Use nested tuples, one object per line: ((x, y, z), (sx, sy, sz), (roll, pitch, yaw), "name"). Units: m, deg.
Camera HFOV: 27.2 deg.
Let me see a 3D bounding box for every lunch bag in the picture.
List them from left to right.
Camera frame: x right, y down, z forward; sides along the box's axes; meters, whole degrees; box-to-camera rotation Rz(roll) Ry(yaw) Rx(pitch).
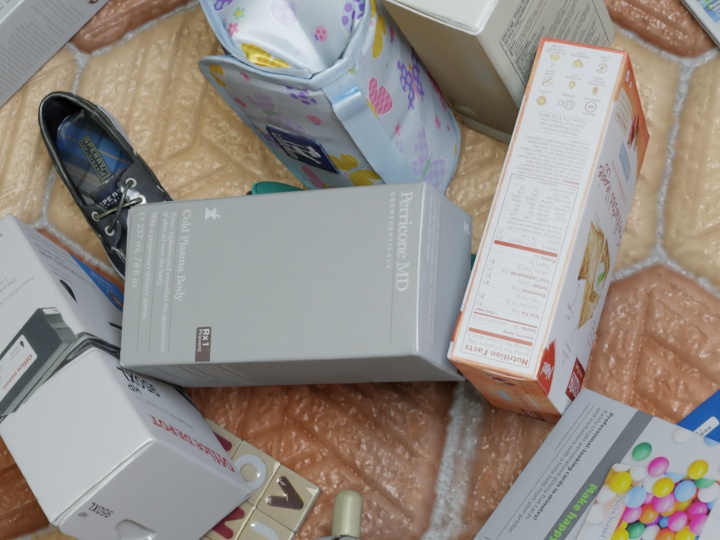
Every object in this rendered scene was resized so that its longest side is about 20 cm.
((-0.024, -0.134, 0.944), (0.127, 0.170, 0.200), (-32, 53, 7), "lunch bag")

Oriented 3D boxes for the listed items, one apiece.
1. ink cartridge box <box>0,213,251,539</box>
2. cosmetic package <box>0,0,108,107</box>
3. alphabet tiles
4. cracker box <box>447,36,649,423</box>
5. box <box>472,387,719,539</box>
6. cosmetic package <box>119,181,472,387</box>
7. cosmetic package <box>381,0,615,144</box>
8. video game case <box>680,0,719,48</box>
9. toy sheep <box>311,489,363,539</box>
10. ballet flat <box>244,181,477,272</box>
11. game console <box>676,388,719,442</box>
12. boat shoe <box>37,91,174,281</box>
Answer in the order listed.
((-0.175, 0.080, 0.955), (0.084, 0.145, 0.200), (-40, 61, 3), "ink cartridge box")
((-0.299, -0.184, 1.134), (0.200, 0.074, 0.102), (-45, 63, 0), "cosmetic package")
((-0.114, 0.206, 0.975), (0.167, 0.008, 0.201), (28, 84, 26), "alphabet tiles")
((0.118, -0.019, 0.892), (0.057, 0.134, 0.201), (14, 79, 20), "cracker box")
((0.153, 0.161, 0.809), (0.156, 0.041, 0.200), (-52, 35, -12), "box")
((-0.037, 0.012, 0.893), (0.199, 0.090, 0.107), (-6, 74, 26), "cosmetic package")
((0.089, -0.156, 0.911), (0.071, 0.200, 0.106), (25, 82, 24), "cosmetic package")
((0.275, -0.207, 0.962), (0.143, 0.018, 0.200), (-35, 65, 7), "video game case")
((-0.017, 0.224, 0.866), (0.137, 0.138, 0.201), (2, 64, 21), "toy sheep")
((0.000, 0.000, 0.971), (0.199, 0.076, 0.064), (22, 115, 30), "ballet flat")
((0.241, 0.168, 0.852), (0.200, 0.118, 0.171), (-40, 33, 4), "game console")
((-0.169, -0.053, 1.046), (0.070, 0.066, 0.200), (-35, 64, 6), "boat shoe")
